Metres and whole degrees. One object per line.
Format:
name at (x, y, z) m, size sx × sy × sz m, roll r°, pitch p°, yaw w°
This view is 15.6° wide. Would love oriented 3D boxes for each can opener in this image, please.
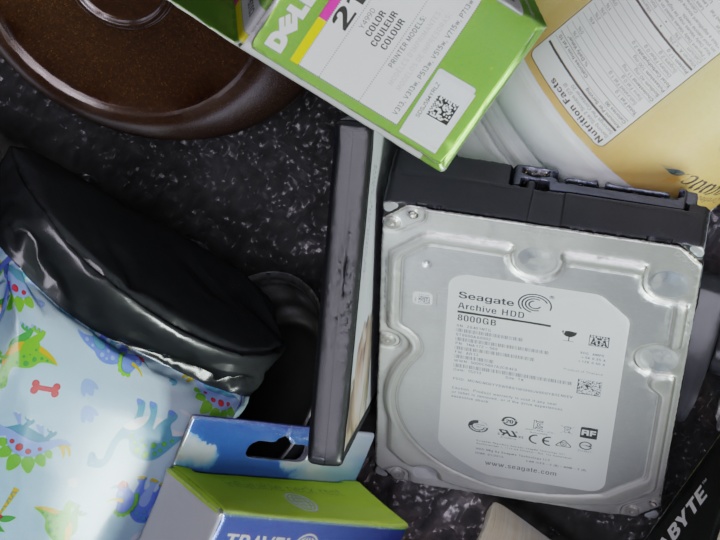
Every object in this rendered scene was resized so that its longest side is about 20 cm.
can opener at (0.186, -0.020, 1.212) m, size 0.066 × 0.053 × 0.200 m, roll 19°, pitch 96°, yaw 2°

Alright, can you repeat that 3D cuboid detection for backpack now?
backpack at (-0.148, 0.075, 1.174) m, size 0.163 × 0.154 × 0.200 m, roll 34°, pitch 114°, yaw -30°

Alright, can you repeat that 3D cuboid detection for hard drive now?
hard drive at (0.077, 0.034, 1.174) m, size 0.140 × 0.038 × 0.200 m, roll 9°, pitch 140°, yaw 5°

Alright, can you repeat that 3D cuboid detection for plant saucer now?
plant saucer at (-0.106, -0.141, 1.202) m, size 0.200 × 0.032 × 0.200 m, roll 10°, pitch 124°, yaw 15°

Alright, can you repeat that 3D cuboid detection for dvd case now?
dvd case at (0.000, 0.000, 1.162) m, size 0.018 × 0.200 × 0.143 m, roll 5°, pitch 96°, yaw 4°

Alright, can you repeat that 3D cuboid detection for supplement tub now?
supplement tub at (0.142, -0.108, 1.144) m, size 0.200 × 0.145 × 0.145 m, roll -39°, pitch 89°, yaw 30°

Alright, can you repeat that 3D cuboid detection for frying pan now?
frying pan at (-0.065, 0.091, 1.223) m, size 0.115 × 0.031 × 0.190 m, roll 4°, pitch 71°, yaw 49°

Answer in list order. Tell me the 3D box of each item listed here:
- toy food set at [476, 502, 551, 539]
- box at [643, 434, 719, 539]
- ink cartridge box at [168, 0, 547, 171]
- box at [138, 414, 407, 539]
toy food set at (0.058, 0.228, 1.253) m, size 0.143 × 0.060 × 0.200 m, roll 37°, pitch 100°, yaw -8°
box at (0.203, 0.126, 1.147) m, size 0.049 × 0.160 × 0.200 m, roll 15°, pitch 120°, yaw -32°
ink cartridge box at (-0.034, -0.141, 1.078) m, size 0.200 × 0.148 × 0.076 m, roll 31°, pitch 106°, yaw -16°
box at (-0.061, 0.165, 1.175) m, size 0.048 × 0.122 × 0.200 m, roll 37°, pitch 108°, yaw 40°
